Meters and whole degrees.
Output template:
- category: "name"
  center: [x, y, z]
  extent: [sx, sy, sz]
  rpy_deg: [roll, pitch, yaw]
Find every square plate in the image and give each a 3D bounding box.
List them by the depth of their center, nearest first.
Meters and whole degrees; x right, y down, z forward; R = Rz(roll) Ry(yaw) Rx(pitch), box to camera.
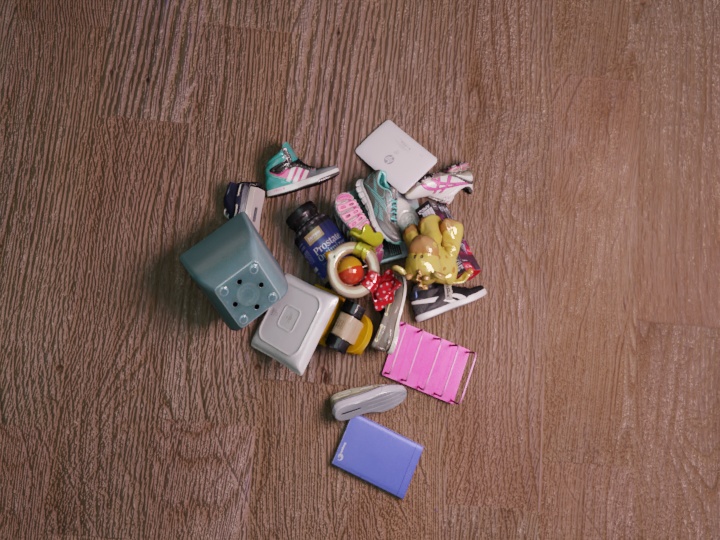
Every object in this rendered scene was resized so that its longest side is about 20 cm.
- category: "square plate"
  center: [-0.167, 0.122, 1.512]
  extent: [0.195, 0.028, 0.205]
  rpy_deg: [21, 81, 37]

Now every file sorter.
- category: "file sorter"
  center: [0.169, 0.225, 1.527]
  extent: [0.194, 0.125, 0.143]
  rpy_deg: [22, 82, -1]

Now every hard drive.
- category: "hard drive"
  center: [0.042, 0.453, 1.539]
  extent: [0.195, 0.025, 0.135]
  rpy_deg: [25, 82, 0]

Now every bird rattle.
- category: "bird rattle"
  center: [0.000, 0.000, 1.473]
  extent: [0.158, 0.113, 0.207]
  rpy_deg: [-17, 92, -6]

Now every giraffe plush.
- category: "giraffe plush"
  center: [0.151, -0.024, 1.428]
  extent: [0.169, 0.161, 0.206]
  rpy_deg: [-24, 81, 30]

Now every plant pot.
- category: "plant pot"
  center: [-0.279, 0.019, 1.452]
  extent: [0.194, 0.200, 0.199]
  rpy_deg: [-36, 118, -8]

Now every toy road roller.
- category: "toy road roller"
  center: [-0.055, 0.135, 1.544]
  extent: [0.196, 0.145, 0.126]
  rpy_deg: [22, 80, 38]

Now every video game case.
- category: "video game case"
  center: [0.072, -0.128, 1.621]
  extent: [0.176, 0.023, 0.207]
  rpy_deg: [-15, 85, -6]

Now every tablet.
- category: "tablet"
  center: [0.090, -0.296, 1.607]
  extent: [0.130, 0.014, 0.200]
  rpy_deg: [-42, 61, -6]

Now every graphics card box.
- category: "graphics card box"
  center: [0.220, -0.074, 1.556]
  extent: [0.050, 0.124, 0.204]
  rpy_deg: [-34, 73, 25]

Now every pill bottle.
- category: "pill bottle"
  center: [-0.096, -0.066, 1.556]
  extent: [0.111, 0.112, 0.202]
  rpy_deg: [-37, 87, -8]

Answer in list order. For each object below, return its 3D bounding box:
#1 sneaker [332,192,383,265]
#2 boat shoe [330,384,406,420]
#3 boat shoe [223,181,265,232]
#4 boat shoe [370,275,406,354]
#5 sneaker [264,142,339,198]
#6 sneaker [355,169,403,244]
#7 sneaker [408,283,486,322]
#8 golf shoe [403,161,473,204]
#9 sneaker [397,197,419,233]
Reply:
- category: "sneaker"
  center: [-0.010, -0.101, 1.570]
  extent: [0.073, 0.087, 0.203]
  rpy_deg: [-35, 104, -13]
- category: "boat shoe"
  center: [0.018, 0.309, 1.537]
  extent: [0.193, 0.063, 0.074]
  rpy_deg: [-10, 128, -18]
- category: "boat shoe"
  center: [-0.306, -0.127, 1.580]
  extent: [0.090, 0.074, 0.207]
  rpy_deg: [13, 87, 22]
- category: "boat shoe"
  center: [0.071, 0.102, 1.547]
  extent: [0.058, 0.072, 0.208]
  rpy_deg: [15, 66, -8]
- category: "sneaker"
  center: [-0.158, -0.270, 1.597]
  extent: [0.194, 0.084, 0.125]
  rpy_deg: [-16, 93, -5]
- category: "sneaker"
  center: [0.062, -0.161, 1.543]
  extent: [0.091, 0.077, 0.204]
  rpy_deg: [-37, 72, 29]
- category: "sneaker"
  center: [0.215, 0.045, 1.581]
  extent: [0.194, 0.073, 0.115]
  rpy_deg: [-20, 83, -6]
- category: "golf shoe"
  center: [0.205, -0.211, 1.608]
  extent: [0.194, 0.072, 0.095]
  rpy_deg: [-20, 99, -13]
- category: "sneaker"
  center: [0.137, -0.100, 1.571]
  extent: [0.074, 0.081, 0.203]
  rpy_deg: [-33, 85, -5]
